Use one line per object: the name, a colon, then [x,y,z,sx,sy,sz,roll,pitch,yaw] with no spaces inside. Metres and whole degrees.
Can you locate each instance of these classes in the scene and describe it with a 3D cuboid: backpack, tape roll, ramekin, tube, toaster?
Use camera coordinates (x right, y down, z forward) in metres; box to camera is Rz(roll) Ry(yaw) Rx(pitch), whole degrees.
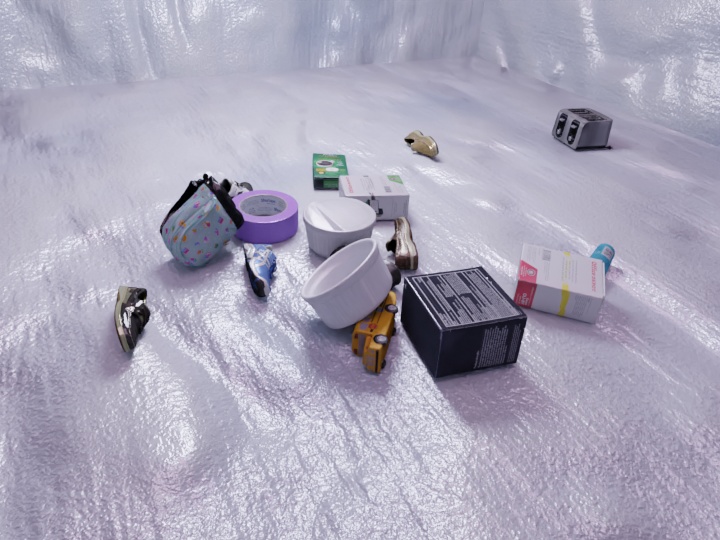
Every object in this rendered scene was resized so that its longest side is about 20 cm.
backpack: [-0.395,-0.111,1.392,0.200,0.169,0.125,-44,45,-15]
tape roll: [-0.270,-0.153,1.571,0.192,0.068,0.203,4,33,-2]
ramekin: [-0.058,-0.110,1.502,0.194,0.097,0.205,4,33,-2]
tube: [0.609,-0.001,1.464,0.076,0.052,0.199,22,43,30]
toaster: [0.925,-0.585,2.329,0.193,0.122,0.182,-6,35,-17]
ramekin: [-0.024,0.031,1.211,0.197,0.099,0.202,-32,18,12]

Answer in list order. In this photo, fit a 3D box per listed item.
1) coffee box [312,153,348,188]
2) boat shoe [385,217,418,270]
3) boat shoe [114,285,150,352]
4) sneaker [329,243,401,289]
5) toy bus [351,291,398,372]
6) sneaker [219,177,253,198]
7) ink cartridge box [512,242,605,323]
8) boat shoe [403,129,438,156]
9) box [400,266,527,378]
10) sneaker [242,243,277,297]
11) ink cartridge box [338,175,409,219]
coffee box: [-0.102,-0.335,1.890,0.118,0.045,0.202,0,34,-8]
boat shoe: [0.101,-0.077,1.493,0.072,0.077,0.205,-5,34,-4]
boat shoe: [-0.470,0.089,1.168,0.064,0.074,0.202,-12,31,-16]
sneaker: [0.000,0.000,1.365,0.195,0.078,0.091,20,43,27]
toy bus: [0.033,0.122,1.183,0.076,0.067,0.202,10,33,10]
sneaker: [-0.376,-0.238,1.670,0.072,0.091,0.201,10,32,13]
ink cartridge box: [0.474,0.029,1.349,0.193,0.085,0.147,13,41,14]
boat shoe: [0.226,-0.471,2.132,0.074,0.074,0.200,-22,31,-12]
box: [0.206,0.102,1.179,0.191,0.127,0.201,-6,32,-17]
sneaker: [-0.234,-0.011,1.346,0.074,0.078,0.202,-10,36,-13]
ink cartridge box: [0.036,-0.220,1.692,0.192,0.087,0.148,-2,33,-9]
